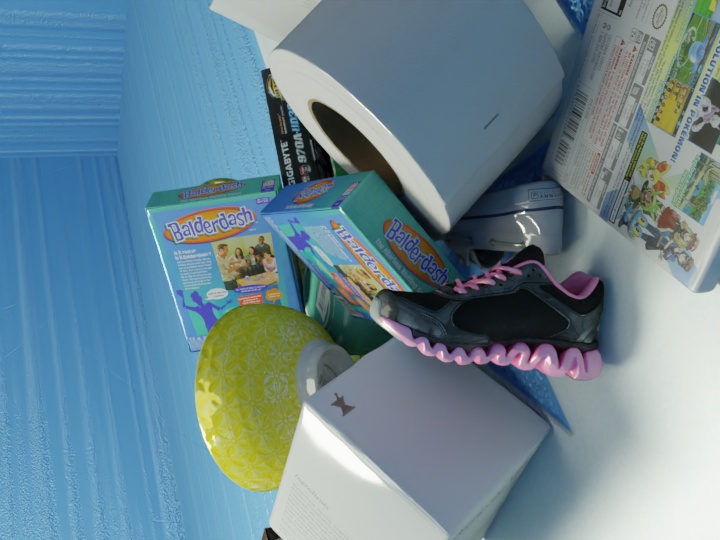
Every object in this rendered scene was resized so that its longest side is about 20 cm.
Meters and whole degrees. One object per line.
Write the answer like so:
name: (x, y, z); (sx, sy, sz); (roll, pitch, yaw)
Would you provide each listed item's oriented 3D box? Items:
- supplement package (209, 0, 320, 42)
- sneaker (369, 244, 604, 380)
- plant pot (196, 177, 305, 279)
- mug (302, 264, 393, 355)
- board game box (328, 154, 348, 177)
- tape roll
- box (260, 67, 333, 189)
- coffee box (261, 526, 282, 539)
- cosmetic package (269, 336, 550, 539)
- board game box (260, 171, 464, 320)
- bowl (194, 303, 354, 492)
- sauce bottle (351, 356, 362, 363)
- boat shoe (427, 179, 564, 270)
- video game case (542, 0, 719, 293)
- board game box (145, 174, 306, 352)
supplement package: (-0.056, -0.362, 0.849); (0.200, 0.151, 0.152); (-16, 55, 66)
sneaker: (0.103, 0.023, 0.583); (0.079, 0.198, 0.096); (-143, 64, -67)
plant pot: (-0.151, -0.037, 1.031); (0.190, 0.198, 0.202); (31, -135, -68)
mug: (-0.003, 0.007, 0.902); (0.152, 0.113, 0.187); (155, 107, -65)
board game box: (-0.026, -0.150, 0.860); (0.200, 0.029, 0.136); (-113, 11, -86)
tape roll: (0.042, -0.147, 0.621); (0.203, 0.139, 0.203); (43, 173, 6)
box: (-0.063, -0.146, 0.972); (0.200, 0.046, 0.161); (45, -148, -75)
coffee box: (-0.016, 0.341, 0.894); (0.114, 0.198, 0.080); (108, 147, -41)
cosmetic package: (0.038, 0.195, 0.720); (0.166, 0.167, 0.201); (38, 134, 23)
board game box: (0.002, -0.014, 0.700); (0.152, 0.045, 0.200); (49, 163, -20)
bowl: (-0.066, 0.124, 0.801); (0.107, 0.199, 0.202); (-14, 80, 31)
sauce bottle: (-0.025, 0.160, 0.955); (0.201, 0.064, 0.065); (-85, 4, -59)
boat shoe: (0.106, -0.033, 0.698); (0.200, 0.073, 0.068); (172, 93, -66)
video game case: (0.207, -0.118, 0.517); (0.183, 0.022, 0.202); (-125, 38, -48)
board game box: (-0.150, -0.004, 0.901); (0.045, 0.150, 0.202); (-92, -6, -59)
